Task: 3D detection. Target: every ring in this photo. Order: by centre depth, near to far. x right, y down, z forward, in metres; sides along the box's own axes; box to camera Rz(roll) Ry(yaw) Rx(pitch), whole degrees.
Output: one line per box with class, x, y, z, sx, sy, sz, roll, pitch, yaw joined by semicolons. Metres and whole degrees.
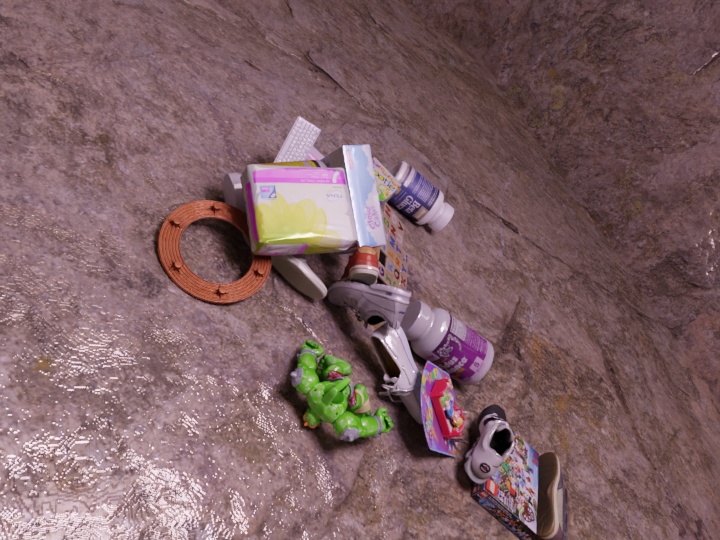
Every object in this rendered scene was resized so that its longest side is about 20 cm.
ring;-0.246;-0.038;0.969;0.198;0.019;0.203;17;54;-24

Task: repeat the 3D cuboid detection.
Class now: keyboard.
keyboard;-0.154;-0.218;1.171;0.056;0.202;0.011;27;4;-29

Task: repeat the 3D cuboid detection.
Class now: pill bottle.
pill bottle;-0.164;-0.157;1.112;0.198;0.113;0.113;-9;58;-27
pill bottle;0.178;0.151;1.198;0.199;0.112;0.113;34;35;-16
pill bottle;0.159;-0.198;1.552;0.199;0.111;0.112;36;34;-14

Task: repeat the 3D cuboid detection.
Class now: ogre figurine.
ogre figurine;-0.042;0.202;0.917;0.202;0.097;0.120;62;23;5

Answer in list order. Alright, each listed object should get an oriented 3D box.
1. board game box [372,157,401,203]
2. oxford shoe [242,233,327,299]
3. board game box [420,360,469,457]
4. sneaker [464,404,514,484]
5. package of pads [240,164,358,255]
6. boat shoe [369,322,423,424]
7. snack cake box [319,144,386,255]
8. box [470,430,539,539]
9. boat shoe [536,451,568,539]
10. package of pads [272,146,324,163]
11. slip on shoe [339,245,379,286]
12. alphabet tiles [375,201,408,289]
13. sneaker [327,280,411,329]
board game box;0.005;-0.184;1.371;0.105;0.103;0.200;44;33;-2
oxford shoe;-0.135;-0.025;1.071;0.200;0.075;0.058;42;53;1
board game box;0.167;0.258;1.049;0.200;0.038;0.160;39;46;-54
sneaker;0.266;0.317;1.076;0.074;0.089;0.200;39;32;1
package of pads;-0.108;-0.107;1.018;0.198;0.068;0.157;-4;75;-28
boat shoe;0.068;0.202;1.039;0.086;0.074;0.204;-24;94;-41
snack cake box;-0.018;-0.139;1.130;0.066;0.115;0.203;-10;90;-31
box;0.293;0.406;1.120;0.136;0.038;0.200;41;33;-7
boat shoe;0.386;0.464;1.139;0.066;0.071;0.201;49;32;-13
package of pads;-0.103;-0.189;1.238;0.200;0.121;0.076;43;21;-5
slip on shoe;0.000;0.000;1.108;0.073;0.200;0.062;6;76;-6
alphabet tiles;0.070;-0.051;1.288;0.167;0.007;0.202;45;42;-44
sneaker;0.004;0.067;1.058;0.074;0.199;0.083;18;79;-40
